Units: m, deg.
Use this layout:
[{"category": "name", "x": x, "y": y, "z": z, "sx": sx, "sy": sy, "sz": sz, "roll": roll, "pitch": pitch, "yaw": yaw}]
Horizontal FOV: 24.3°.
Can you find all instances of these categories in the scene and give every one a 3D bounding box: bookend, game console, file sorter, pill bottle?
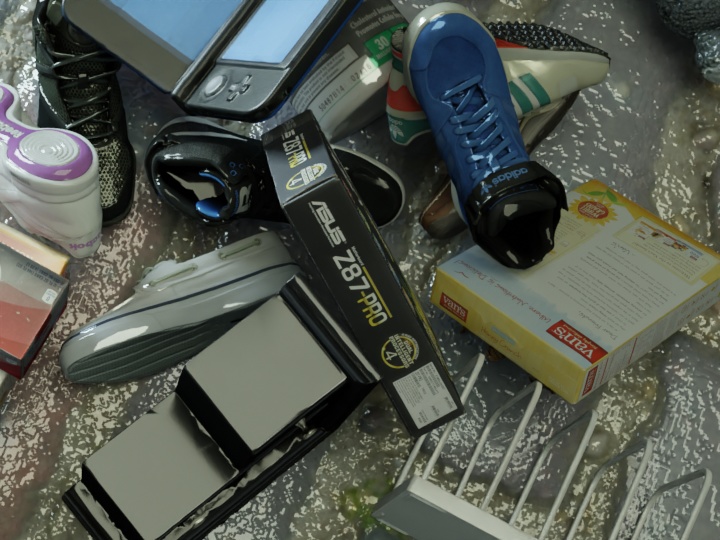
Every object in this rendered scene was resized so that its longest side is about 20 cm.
[{"category": "bookend", "x": -0.102, "y": 0.117, "z": 1.165, "sx": 0.199, "sy": 0.200, "sz": 0.092, "roll": -38, "pitch": 84, "yaw": -18}, {"category": "game console", "x": -0.086, "y": -0.219, "z": 1.191, "sx": 0.118, "sy": 0.171, "sz": 0.200, "roll": 44, "pitch": 74, "yaw": -31}, {"category": "file sorter", "x": 0.133, "y": 0.164, "z": 1.227, "sx": 0.200, "sy": 0.139, "sz": 0.125, "roll": 27, "pitch": 71, "yaw": -2}, {"category": "pill bottle", "x": -0.045, "y": -0.209, "z": 1.312, "sx": 0.113, "sy": 0.113, "sz": 0.200, "roll": -37, "pitch": 84, "yaw": -17}]

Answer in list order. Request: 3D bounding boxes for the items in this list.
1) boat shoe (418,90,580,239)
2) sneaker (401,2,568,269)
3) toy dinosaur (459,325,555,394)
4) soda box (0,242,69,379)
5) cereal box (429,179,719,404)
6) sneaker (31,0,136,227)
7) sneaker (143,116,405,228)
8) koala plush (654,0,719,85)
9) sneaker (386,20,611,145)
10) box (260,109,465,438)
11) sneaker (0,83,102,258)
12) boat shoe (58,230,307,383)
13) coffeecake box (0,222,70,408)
[{"category": "boat shoe", "x": 0.102, "y": -0.107, "z": 1.337, "sx": 0.072, "sy": 0.076, "sz": 0.200, "roll": 36, "pitch": 65, "yaw": 8}, {"category": "sneaker", "x": 0.092, "y": -0.088, "z": 1.183, "sx": 0.077, "sy": 0.200, "sz": 0.111, "roll": -23, "pitch": 38, "yaw": -9}, {"category": "toy dinosaur", "x": 0.137, "y": 0.035, "z": 1.304, "sx": 0.106, "sy": 0.060, "sz": 0.200, "roll": 16, "pitch": 39, "yaw": 5}, {"category": "soda box", "x": -0.305, "y": -0.005, "z": 1.156, "sx": 0.200, "sy": 0.063, "sz": 0.070, "roll": 30, "pitch": 70, "yaw": -1}, {"category": "cereal box", "x": 0.169, "y": 0.010, "z": 1.264, "sx": 0.144, "sy": 0.040, "sz": 0.200, "roll": 36, "pitch": 45, "yaw": 29}, {"category": "sneaker", "x": -0.212, "y": -0.136, "z": 1.262, "sx": 0.076, "sy": 0.114, "sz": 0.200, "roll": -5, "pitch": 77, "yaw": -10}, {"category": "sneaker", "x": -0.067, "y": -0.056, "z": 1.260, "sx": 0.200, "sy": 0.112, "sz": 0.073, "roll": 13, "pitch": 110, "yaw": 0}, {"category": "koala plush", "x": 0.325, "y": -0.260, "z": 1.376, "sx": 0.200, "sy": 0.184, "sz": 0.177, "roll": -30, "pitch": 81, "yaw": -5}, {"category": "sneaker", "x": 0.101, "y": -0.137, "z": 1.281, "sx": 0.200, "sy": 0.070, "sz": 0.093, "roll": -6, "pitch": 118, "yaw": -34}, {"category": "box", "x": 0.000, "y": 0.000, "z": 1.175, "sx": 0.049, "sy": 0.161, "sz": 0.200, "roll": -29, "pitch": 112, "yaw": 2}, {"category": "sneaker", "x": -0.258, "y": -0.073, "z": 1.235, "sx": 0.075, "sy": 0.100, "sz": 0.200, "roll": -30, "pitch": 43, "yaw": -26}, {"category": "boat shoe", "x": -0.139, "y": 0.026, "z": 1.260, "sx": 0.200, "sy": 0.074, "sz": 0.067, "roll": -17, "pitch": 63, "yaw": -24}, {"category": "coffeecake box", "x": -0.324, "y": 0.049, "z": 1.209, "sx": 0.153, "sy": 0.073, "sz": 0.200, "roll": 27, "pitch": 72, "yaw": -2}]
